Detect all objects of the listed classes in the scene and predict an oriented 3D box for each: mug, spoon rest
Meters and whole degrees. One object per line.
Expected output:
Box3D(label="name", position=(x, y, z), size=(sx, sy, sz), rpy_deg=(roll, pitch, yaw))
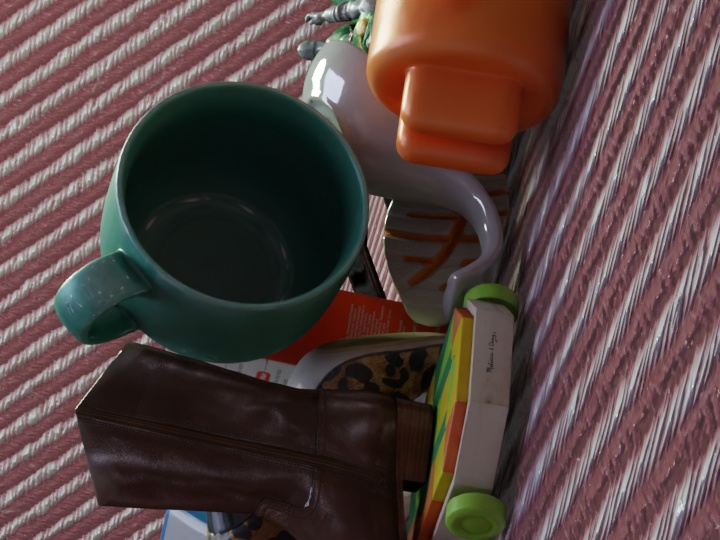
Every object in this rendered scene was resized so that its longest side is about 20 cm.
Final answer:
Box3D(label="mug", position=(-0.096, -0.021, 1.193), size=(0.115, 0.184, 0.153), rpy_deg=(121, 147, -61))
Box3D(label="spoon rest", position=(0.026, -0.059, 1.205), size=(0.200, 0.060, 0.100), rpy_deg=(55, 151, 30))

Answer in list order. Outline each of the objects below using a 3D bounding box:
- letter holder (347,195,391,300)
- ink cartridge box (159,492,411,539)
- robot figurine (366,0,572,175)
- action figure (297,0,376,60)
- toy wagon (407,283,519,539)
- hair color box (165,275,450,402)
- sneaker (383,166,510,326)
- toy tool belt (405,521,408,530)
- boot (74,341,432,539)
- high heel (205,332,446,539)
Box3D(label="letter holder", position=(0.000, 0.000, 1.405), size=(0.200, 0.100, 0.143), rpy_deg=(120, 130, -84))
Box3D(label="ink cartridge box", position=(-0.053, 0.218, 1.361), size=(0.199, 0.084, 0.147), rpy_deg=(-12, -60, -52))
Box3D(label="robot figurine", position=(0.067, -0.158, 1.148), size=(0.144, 0.116, 0.201), rpy_deg=(35, -125, -45))
Box3D(label="action figure", position=(0.001, -0.140, 1.286), size=(0.200, 0.054, 0.119), rpy_deg=(167, 85, -78))
Box3D(label="toy wagon", position=(0.055, 0.111, 1.137), size=(0.201, 0.039, 0.156), rpy_deg=(106, 174, -50))
Box3D(label="hair color box", position=(-0.028, 0.058, 1.301), size=(0.111, 0.199, 0.064), rpy_deg=(111, 169, -65))
Box3D(label="sneaker", position=(0.064, -0.052, 1.284), size=(0.077, 0.078, 0.201), rpy_deg=(77, -157, -62))
Box3D(label="toy tool belt", position=(0.002, 0.238, 1.201), size=(0.200, 0.124, 0.123), rpy_deg=(-80, -32, -62))
Box3D(label="boot", position=(-0.069, 0.140, 1.101), size=(0.064, 0.199, 0.187), rpy_deg=(107, 172, -64))
Box3D(label="high heel", position=(-0.007, 0.117, 1.205), size=(0.071, 0.199, 0.144), rpy_deg=(1, 103, 65))
